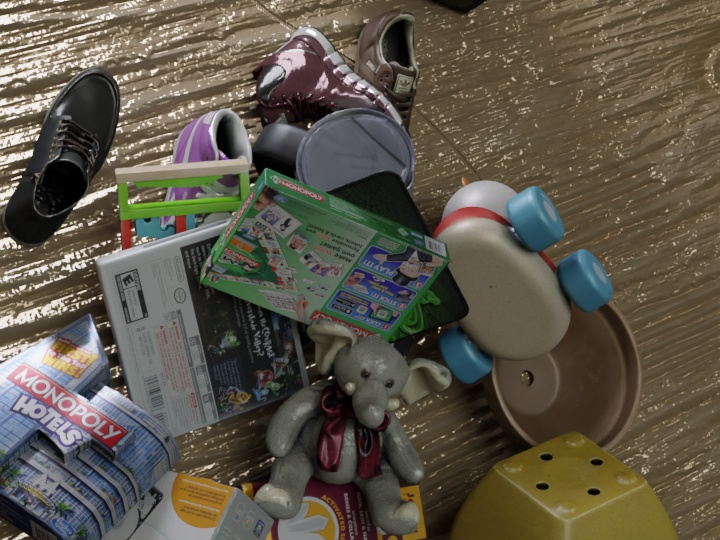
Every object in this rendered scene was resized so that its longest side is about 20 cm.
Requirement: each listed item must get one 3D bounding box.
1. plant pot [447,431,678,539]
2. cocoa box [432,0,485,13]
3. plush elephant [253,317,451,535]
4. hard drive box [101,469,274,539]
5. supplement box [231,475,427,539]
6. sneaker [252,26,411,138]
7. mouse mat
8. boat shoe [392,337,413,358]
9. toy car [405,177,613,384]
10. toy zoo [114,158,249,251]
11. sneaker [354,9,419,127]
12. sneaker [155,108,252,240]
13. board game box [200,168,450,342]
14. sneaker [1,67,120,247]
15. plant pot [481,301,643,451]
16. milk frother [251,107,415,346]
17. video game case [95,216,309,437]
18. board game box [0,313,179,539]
[{"bbox_3d":[0.207,0.285,1.577,0.194,0.195,0.201,-18,122,-30],"label":"plant pot"},{"bbox_3d":[0.077,-0.397,1.737,0.199,0.131,0.134,17,71,-24],"label":"cocoa box"},{"bbox_3d":[-0.001,0.135,1.490,0.164,0.155,0.201,15,41,-11],"label":"plush elephant"},{"bbox_3d":[-0.194,0.289,1.423,0.077,0.155,0.201,51,55,-48],"label":"hard drive box"},{"bbox_3d":[-0.039,0.260,1.558,0.199,0.086,0.111,-4,81,-29],"label":"supplement box"},{"bbox_3d":[-0.042,-0.163,1.638,0.115,0.076,0.200,-34,61,-17],"label":"sneaker"},{"bbox_3d":[0.000,0.000,1.506,0.008,0.160,0.200,-92,157,-51],"label":"mouse mat"},{"bbox_3d":[0.034,0.043,1.658,0.060,0.073,0.201,69,30,-46],"label":"boat shoe"},{"bbox_3d":[0.144,-0.020,1.622,0.177,0.184,0.200,48,23,-23],"label":"toy car"},{"bbox_3d":[-0.170,-0.007,1.526,0.130,0.020,0.201,-4,111,-9],"label":"toy zoo"},{"bbox_3d":[0.027,-0.191,1.697,0.070,0.075,0.201,7,75,-26],"label":"sneaker"},{"bbox_3d":[-0.154,-0.065,1.554,0.072,0.114,0.202,6,78,-28],"label":"sneaker"},{"bbox_3d":[-0.034,-0.006,1.472,0.199,0.135,0.029,22,36,-22],"label":"board game box"},{"bbox_3d":[-0.274,-0.119,1.505,0.075,0.106,0.201,28,67,-20],"label":"sneaker"},{"bbox_3d":[0.208,0.115,1.716,0.200,0.093,0.202,6,76,-26],"label":"plant pot"},{"bbox_3d":[-0.035,-0.036,1.565,0.179,0.188,0.201,6,69,7],"label":"milk frother"},{"bbox_3d":[-0.151,0.055,1.515,0.181,0.023,0.201,-18,114,-18],"label":"video game case"},{"bbox_3d":[-0.275,0.140,1.431,0.199,0.062,0.200,28,52,20],"label":"board game box"}]
